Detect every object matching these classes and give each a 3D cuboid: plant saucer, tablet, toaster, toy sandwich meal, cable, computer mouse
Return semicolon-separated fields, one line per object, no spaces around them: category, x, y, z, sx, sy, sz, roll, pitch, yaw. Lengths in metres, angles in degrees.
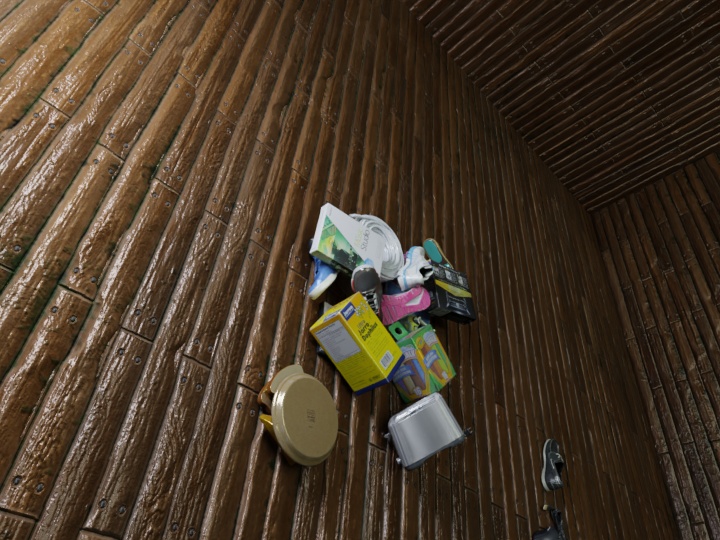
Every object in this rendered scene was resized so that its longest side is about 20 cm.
plant saucer;0.000;0.000;1.505;0.200;0.032;0.202;31;44;-36
tablet;0.135;0.127;1.586;0.199;0.014;0.131;36;48;-29
toaster;0.159;0.384;1.305;0.130;0.199;0.114;62;-6;13
toy sandwich meal;-0.129;0.302;1.109;0.205;0.070;0.207;32;46;-40
cable;0.038;-0.059;1.509;0.199;0.069;0.201;-7;72;-53
computer mouse;0.585;0.791;1.645;0.199;0.046;0.142;19;53;-43

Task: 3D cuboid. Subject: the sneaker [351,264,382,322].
sneaker;0.029;0.083;1.332;0.082;0.076;0.202;-118;-163;-63

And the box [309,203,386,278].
box;-0.027;-0.061;1.363;0.199;0.036;0.145;29;55;-28

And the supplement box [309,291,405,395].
supplement box;-0.005;0.173;1.276;0.201;0.108;0.110;55;36;-7

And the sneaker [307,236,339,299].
sneaker;-0.103;-0.022;1.360;0.111;0.077;0.200;41;50;-6

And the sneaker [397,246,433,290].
sneaker;0.171;-0.007;1.537;0.200;0.086;0.075;-61;139;-53

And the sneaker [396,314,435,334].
sneaker;0.187;0.203;1.538;0.200;0.076;0.076;43;51;-24

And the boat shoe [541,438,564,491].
boat shoe;0.659;0.652;1.818;0.072;0.067;0.200;48;35;-13

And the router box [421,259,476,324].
router box;0.266;0.069;1.647;0.199;0.052;0.158;20;52;-42

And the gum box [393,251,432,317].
gum box;0.184;0.041;1.668;0.200;0.066;0.114;37;43;-30

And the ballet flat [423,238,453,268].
ballet flat;0.278;-0.019;1.831;0.063;0.068;0.201;-2;68;-66

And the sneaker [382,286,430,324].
sneaker;0.091;0.106;1.483;0.198;0.088;0.082;-11;79;-21

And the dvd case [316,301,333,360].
dvd case;-0.028;0.178;1.354;0.199;0.017;0.144;32;43;-34

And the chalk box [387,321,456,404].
chalk box;0.142;0.227;1.437;0.124;0.123;0.201;-23;84;-55
